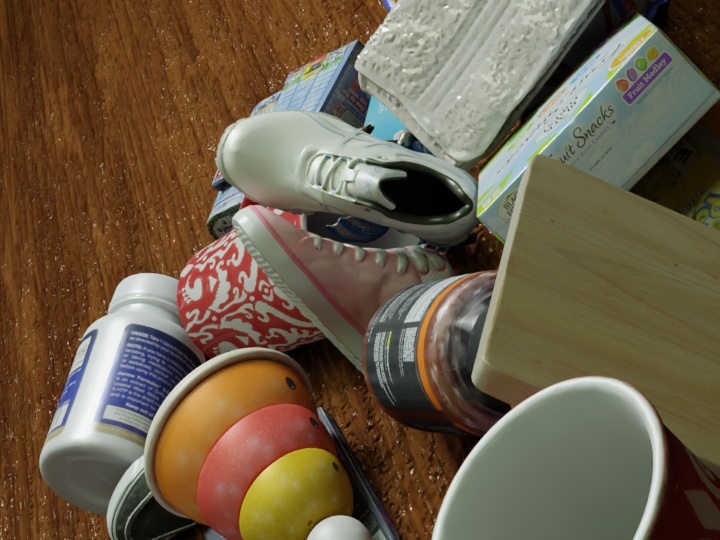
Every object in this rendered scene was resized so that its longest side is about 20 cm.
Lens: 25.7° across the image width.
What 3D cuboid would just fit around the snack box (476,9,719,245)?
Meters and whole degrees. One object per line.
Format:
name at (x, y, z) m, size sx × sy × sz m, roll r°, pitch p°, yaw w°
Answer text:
snack box at (0.159, -0.094, 1.097) m, size 0.169 × 0.068 × 0.200 m, roll -46°, pitch 7°, yaw 12°

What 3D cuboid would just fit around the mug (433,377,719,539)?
mug at (0.134, 0.160, 0.760) m, size 0.177 × 0.200 × 0.134 m, roll -6°, pitch 52°, yaw 54°

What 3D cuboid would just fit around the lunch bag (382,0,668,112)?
lunch bag at (0.113, -0.236, 1.241) m, size 0.169 × 0.201 × 0.124 m, roll -30°, pitch 11°, yaw 30°

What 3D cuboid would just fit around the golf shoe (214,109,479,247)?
golf shoe at (-0.006, -0.071, 1.123) m, size 0.097 × 0.198 × 0.079 m, roll -176°, pitch 98°, yaw -87°

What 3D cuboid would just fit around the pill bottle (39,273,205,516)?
pill bottle at (-0.203, 0.107, 1.414) m, size 0.119 × 0.119 × 0.201 m, roll -26°, pitch 37°, yaw 38°

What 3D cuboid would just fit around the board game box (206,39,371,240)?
board game box at (-0.077, -0.101, 1.531) m, size 0.199 × 0.062 × 0.201 m, roll -19°, pitch 41°, yaw 45°

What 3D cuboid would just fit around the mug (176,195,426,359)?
mug at (-0.050, -0.014, 1.328) m, size 0.199 × 0.133 × 0.179 m, roll -26°, pitch 38°, yaw 46°

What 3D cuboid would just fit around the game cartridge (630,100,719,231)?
game cartridge at (0.211, -0.018, 1.044) m, size 0.176 × 0.032 × 0.200 m, roll -45°, pitch 27°, yaw 12°

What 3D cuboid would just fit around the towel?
towel at (0.089, -0.183, 1.166) m, size 0.132 × 0.034 × 0.201 m, roll 44°, pitch 113°, yaw 20°

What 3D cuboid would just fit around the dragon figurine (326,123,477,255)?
dragon figurine at (0.009, -0.056, 1.212) m, size 0.059 × 0.199 × 0.101 m, roll -14°, pitch 80°, yaw 49°

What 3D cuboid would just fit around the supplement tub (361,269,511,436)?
supplement tub at (0.076, 0.055, 1.032) m, size 0.107 × 0.107 × 0.200 m, roll -58°, pitch 12°, yaw -12°

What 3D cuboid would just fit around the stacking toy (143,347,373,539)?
stacking toy at (-0.051, 0.162, 1.126) m, size 0.146 × 0.146 × 0.200 m, roll -51°, pitch 47°, yaw 1°

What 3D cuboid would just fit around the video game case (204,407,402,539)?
video game case at (-0.047, 0.203, 1.181) m, size 0.143 × 0.019 × 0.200 m, roll -48°, pitch 28°, yaw 7°

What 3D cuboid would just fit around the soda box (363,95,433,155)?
soda box at (0.053, -0.146, 1.385) m, size 0.064 × 0.068 × 0.201 m, roll -25°, pitch 38°, yaw 39°

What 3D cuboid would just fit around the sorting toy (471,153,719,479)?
sorting toy at (0.160, 0.051, 0.868) m, size 0.199 × 0.198 × 0.070 m, roll -69°, pitch 3°, yaw -52°

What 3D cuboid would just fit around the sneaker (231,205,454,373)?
sneaker at (0.000, 0.000, 1.166) m, size 0.105 × 0.200 × 0.075 m, roll -47°, pitch 21°, yaw -6°

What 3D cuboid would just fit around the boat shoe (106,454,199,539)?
boat shoe at (-0.132, 0.168, 1.292) m, size 0.200 × 0.071 × 0.064 m, roll -43°, pitch 28°, yaw 12°
